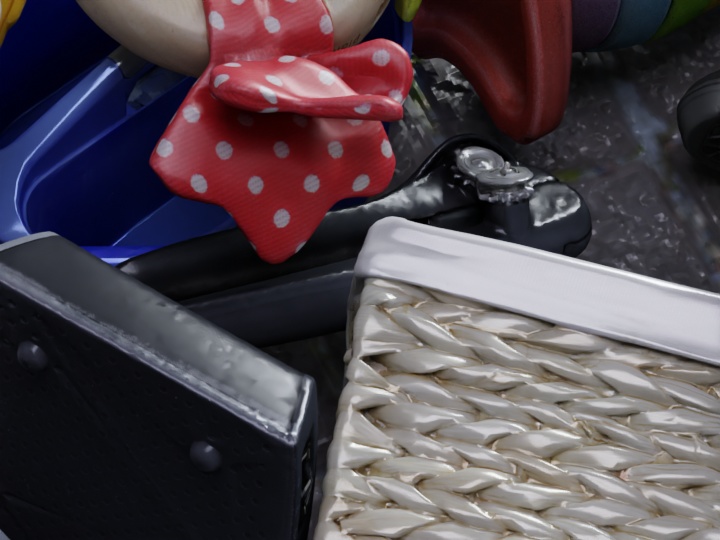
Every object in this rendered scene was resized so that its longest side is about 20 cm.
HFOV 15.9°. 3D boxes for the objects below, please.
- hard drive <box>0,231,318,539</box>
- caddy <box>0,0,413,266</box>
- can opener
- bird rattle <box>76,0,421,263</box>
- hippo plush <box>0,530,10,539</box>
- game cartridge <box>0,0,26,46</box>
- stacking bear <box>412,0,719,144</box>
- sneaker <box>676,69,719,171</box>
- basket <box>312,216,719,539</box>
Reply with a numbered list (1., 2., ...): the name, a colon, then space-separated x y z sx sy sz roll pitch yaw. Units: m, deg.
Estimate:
1. hard drive: -0.078 0.079 0.859 0.134 0.200 0.042 28 50 13
2. caddy: -0.072 -0.066 0.996 0.200 0.105 0.141 -37 66 -21
3. can opener: 0.000 0.000 0.944 0.199 0.079 0.063 -14 35 -35
4. bird rattle: -0.037 -0.109 0.934 0.162 0.113 0.200 27 63 8
5. hippo plush: -0.120 0.148 0.791 0.199 0.159 0.161 -27 93 -26
6. game cartridge: -0.206 -0.073 0.986 0.176 0.032 0.201 -7 51 37
7. stacking bear: 0.124 -0.148 1.054 0.199 0.114 0.121 -20 41 -24
8. sneaker: 0.216 -0.099 1.059 0.199 0.060 0.105 -5 61 -11
9. basket: 0.081 0.083 0.868 0.199 0.136 0.124 13 64 4
